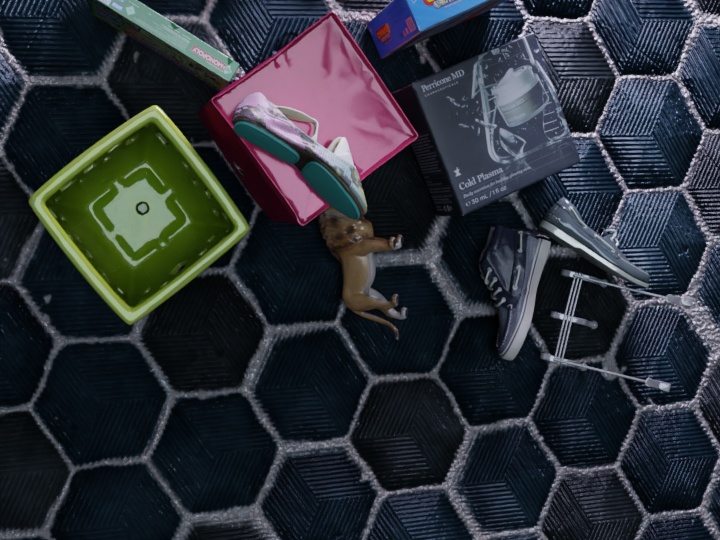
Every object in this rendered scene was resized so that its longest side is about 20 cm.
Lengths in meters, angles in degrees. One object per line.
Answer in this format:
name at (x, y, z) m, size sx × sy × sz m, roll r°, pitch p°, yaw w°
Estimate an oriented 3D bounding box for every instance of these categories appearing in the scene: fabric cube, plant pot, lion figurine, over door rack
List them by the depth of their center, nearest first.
plant pot at (-0.283, -0.073, 1.230) m, size 0.200 × 0.181 × 0.199 m, roll -38°, pitch 101°, yaw -8°
fabric cube at (-0.077, -0.192, 1.264) m, size 0.200 × 0.199 × 0.197 m, roll -37°, pitch 103°, yaw -9°
lion figurine at (0.000, 0.000, 1.361) m, size 0.122 × 0.072 × 0.202 m, roll 2°, pitch 102°, yaw 20°
over door rack at (0.388, 0.091, 1.459) m, size 0.199 × 0.067 × 0.149 m, roll 14°, pitch 91°, yaw 6°

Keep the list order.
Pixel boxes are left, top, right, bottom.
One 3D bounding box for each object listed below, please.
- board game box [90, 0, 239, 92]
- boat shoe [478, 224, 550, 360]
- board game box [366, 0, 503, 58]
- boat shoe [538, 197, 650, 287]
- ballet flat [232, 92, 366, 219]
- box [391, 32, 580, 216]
board game box at (-0.257, -0.303, 1.244) m, size 0.199 × 0.135 × 0.029 m, roll 30°, pitch 86°, yaw -14°
boat shoe at (0.213, 0.027, 1.423) m, size 0.092 × 0.075 × 0.201 m, roll 17°, pitch 82°, yaw -8°
board game box at (0.126, -0.370, 1.302) m, size 0.195 × 0.200 × 0.056 m, roll -27°, pitch 98°, yaw -11°
boat shoe at (0.368, -0.041, 1.451) m, size 0.199 × 0.073 × 0.062 m, roll 31°, pitch 90°, yaw -9°
ballet flat at (-0.060, -0.145, 1.142) m, size 0.200 × 0.069 × 0.071 m, roll 36°, pitch 66°, yaw -14°
box at (0.177, -0.206, 1.367) m, size 0.199 × 0.124 × 0.198 m, roll -25°, pitch 97°, yaw -11°
